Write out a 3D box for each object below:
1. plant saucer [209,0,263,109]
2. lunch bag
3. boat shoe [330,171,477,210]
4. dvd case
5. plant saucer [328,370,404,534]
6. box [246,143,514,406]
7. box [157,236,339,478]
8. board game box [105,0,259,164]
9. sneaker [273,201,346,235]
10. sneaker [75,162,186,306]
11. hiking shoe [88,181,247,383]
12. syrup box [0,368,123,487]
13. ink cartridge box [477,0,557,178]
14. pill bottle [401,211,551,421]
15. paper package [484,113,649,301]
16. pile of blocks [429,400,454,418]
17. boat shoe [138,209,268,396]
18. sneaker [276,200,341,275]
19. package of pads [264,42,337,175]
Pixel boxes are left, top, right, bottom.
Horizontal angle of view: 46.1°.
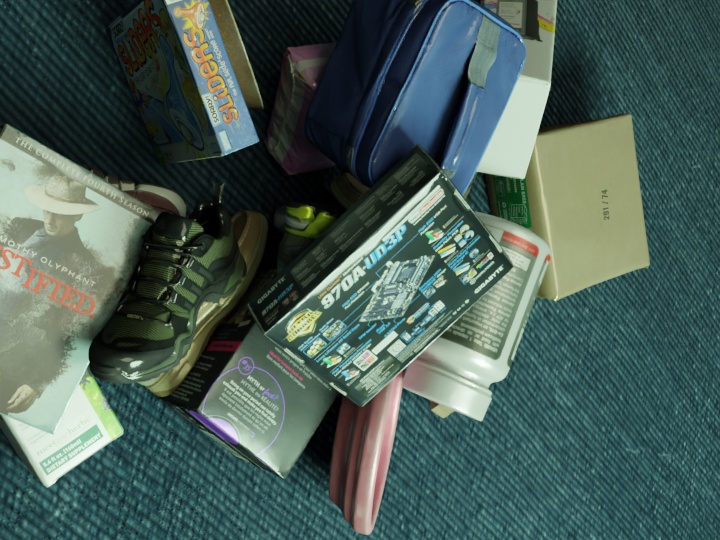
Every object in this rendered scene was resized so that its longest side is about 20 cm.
[{"bbox_3d":[-0.137,-0.235,0.754,0.034,0.200,0.203,-21,105,-5],"label":"plant saucer"},{"bbox_3d":[0.049,-0.151,0.765,0.135,0.132,0.202,13,105,-41],"label":"lunch bag"},{"bbox_3d":[0.052,-0.101,0.927,0.198,0.067,0.074,-10,55,-45],"label":"boat shoe"},{"bbox_3d":[-0.263,0.009,0.670,0.145,0.022,0.202,32,73,-29],"label":"dvd case"},{"bbox_3d":[0.007,0.166,0.880,0.050,0.201,0.204,10,85,8],"label":"plant saucer"},{"bbox_3d":[0.023,0.013,0.744,0.200,0.046,0.159,-43,135,5],"label":"box"},{"bbox_3d":[-0.084,0.080,0.838,0.122,0.106,0.201,44,68,-26],"label":"box"},{"bbox_3d":[-0.158,-0.163,0.724,0.034,0.199,0.137,-25,105,-23],"label":"board game box"},{"bbox_3d":[-0.005,-0.015,0.908,0.198,0.075,0.083,18,99,-25],"label":"sneaker"},{"bbox_3d":[-0.240,-0.025,0.729,0.198,0.075,0.117,7,65,-34],"label":"sneaker"},{"bbox_3d":[-0.164,0.006,0.695,0.201,0.075,0.102,-59,150,-52],"label":"hiking shoe"},{"bbox_3d":[-0.290,0.071,0.715,0.078,0.081,0.202,-34,111,-28],"label":"syrup box"},{"bbox_3d":[0.161,-0.225,0.926,0.084,0.148,0.202,9,56,4],"label":"ink cartridge box"},{"bbox_3d":[0.122,0.049,0.918,0.113,0.113,0.202,26,82,-31],"label":"pill bottle"},{"bbox_3d":[0.260,-0.081,1.067,0.189,0.103,0.203,-16,101,-32],"label":"paper package"},{"bbox_3d":[0.126,0.071,0.994,0.062,0.082,0.202,34,74,-29],"label":"pile of blocks"},{"bbox_3d":[-0.158,0.019,0.808,0.064,0.071,0.202,38,72,-29],"label":"boat shoe"},{"bbox_3d":[0.000,0.000,0.800,0.198,0.074,0.082,21,95,-32],"label":"sneaker"},{"bbox_3d":[0.004,-0.177,0.878,0.198,0.121,0.076,-17,60,-31],"label":"package of pads"}]
